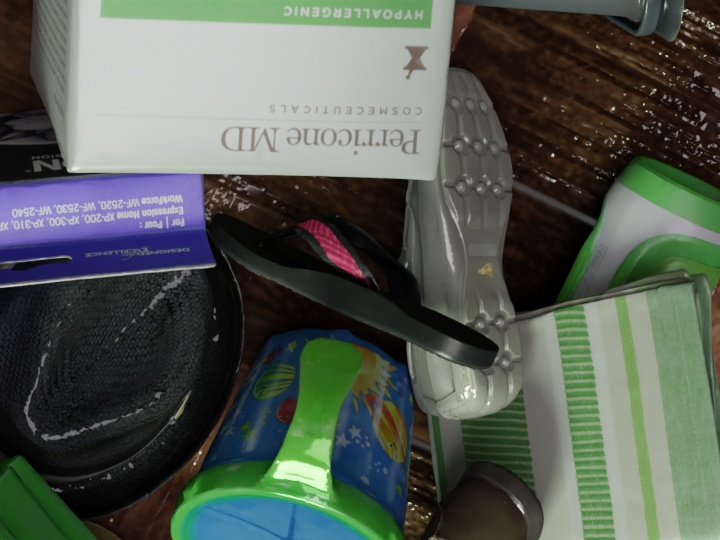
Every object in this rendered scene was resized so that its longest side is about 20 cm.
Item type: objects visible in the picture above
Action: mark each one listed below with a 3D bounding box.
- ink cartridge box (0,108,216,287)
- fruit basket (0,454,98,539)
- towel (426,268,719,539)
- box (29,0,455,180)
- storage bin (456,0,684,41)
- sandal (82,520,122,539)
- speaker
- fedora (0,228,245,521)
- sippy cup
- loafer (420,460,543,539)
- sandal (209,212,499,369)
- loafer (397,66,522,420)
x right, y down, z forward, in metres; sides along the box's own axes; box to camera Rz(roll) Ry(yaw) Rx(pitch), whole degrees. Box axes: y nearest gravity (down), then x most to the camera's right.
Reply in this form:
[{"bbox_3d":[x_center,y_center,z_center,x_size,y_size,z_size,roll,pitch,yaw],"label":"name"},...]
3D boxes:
[{"bbox_3d":[-0.184,-0.041,1.296,0.197,0.200,0.044,-6,110,-9],"label":"ink cartridge box"},{"bbox_3d":[-0.213,0.225,1.318,0.214,0.156,0.217,2,103,7],"label":"fruit basket"},{"bbox_3d":[0.121,0.091,1.397,0.023,0.199,0.154,6,74,-50],"label":"towel"},{"bbox_3d":[-0.066,-0.154,1.285,0.198,0.200,0.172,1,109,-13],"label":"box"},{"bbox_3d":[0.097,-0.230,1.323,0.133,0.146,0.201,-1,105,-7],"label":"storage bin"},{"bbox_3d":[-0.135,0.202,1.432,0.199,0.054,0.081,22,67,-21],"label":"sandal"},{"bbox_3d":[0.151,0.038,1.450,0.088,0.088,0.201,21,102,-17],"label":"speaker"},{"bbox_3d":[-0.146,0.042,1.356,0.199,0.092,0.202,2,85,-20],"label":"fedora"},{"bbox_3d":[-0.027,0.109,1.401,0.139,0.131,0.177,36,140,-26],"label":"sippy cup"},{"bbox_3d":[0.044,0.192,1.407,0.071,0.073,0.201,-37,150,-41],"label":"loafer"},{"bbox_3d":[0.000,0.000,1.369,0.075,0.199,0.045,7,104,-53],"label":"sandal"},{"bbox_3d":[0.048,-0.015,1.408,0.070,0.070,0.201,6,79,-43],"label":"loafer"}]
